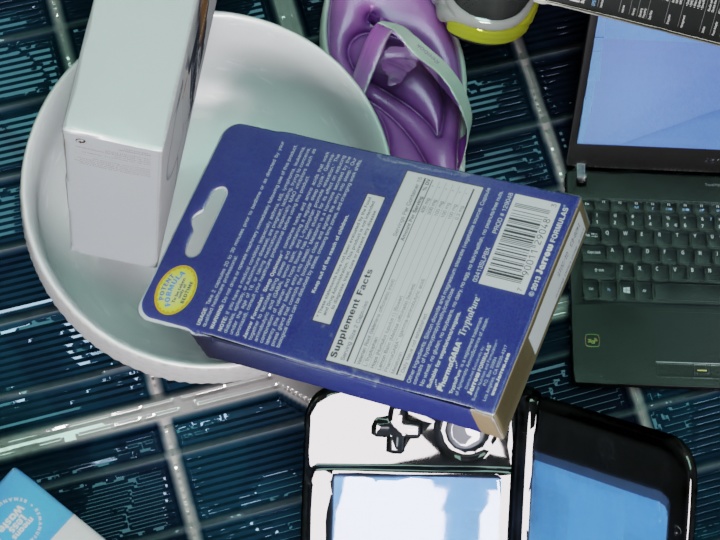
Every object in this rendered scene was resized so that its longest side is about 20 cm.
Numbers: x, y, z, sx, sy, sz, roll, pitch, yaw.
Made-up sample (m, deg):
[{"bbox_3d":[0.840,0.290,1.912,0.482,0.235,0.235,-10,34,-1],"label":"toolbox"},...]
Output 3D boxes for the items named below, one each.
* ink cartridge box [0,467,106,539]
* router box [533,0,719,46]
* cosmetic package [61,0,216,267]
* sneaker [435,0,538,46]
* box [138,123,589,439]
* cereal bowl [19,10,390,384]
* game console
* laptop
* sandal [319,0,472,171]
[{"bbox_3d":[-0.132,0.207,1.040,0.200,0.067,0.116,37,61,7],"label":"ink cartridge box"},{"bbox_3d":[0.186,-0.211,1.146,0.149,0.062,0.201,14,49,6],"label":"router box"},{"bbox_3d":[-0.100,-0.122,1.036,0.051,0.151,0.201,12,69,-4],"label":"cosmetic package"},{"bbox_3d":[0.097,-0.224,1.210,0.074,0.085,0.201,14,61,-2],"label":"sneaker"},{"bbox_3d":[0.000,0.000,1.042,0.199,0.032,0.122,15,67,24],"label":"box"},{"bbox_3d":[-0.082,-0.032,1.130,0.198,0.083,0.202,2,71,-5],"label":"cereal bowl"},{"bbox_3d":[0.059,0.164,1.019,0.175,0.116,0.202,2,99,-5],"label":"game console"},{"bbox_3d":[0.207,-0.044,1.156,0.176,0.103,0.201,2,70,-5],"label":"laptop"},{"bbox_3d":[0.027,-0.090,1.180,0.082,0.050,0.204,-6,70,-11],"label":"sandal"}]
